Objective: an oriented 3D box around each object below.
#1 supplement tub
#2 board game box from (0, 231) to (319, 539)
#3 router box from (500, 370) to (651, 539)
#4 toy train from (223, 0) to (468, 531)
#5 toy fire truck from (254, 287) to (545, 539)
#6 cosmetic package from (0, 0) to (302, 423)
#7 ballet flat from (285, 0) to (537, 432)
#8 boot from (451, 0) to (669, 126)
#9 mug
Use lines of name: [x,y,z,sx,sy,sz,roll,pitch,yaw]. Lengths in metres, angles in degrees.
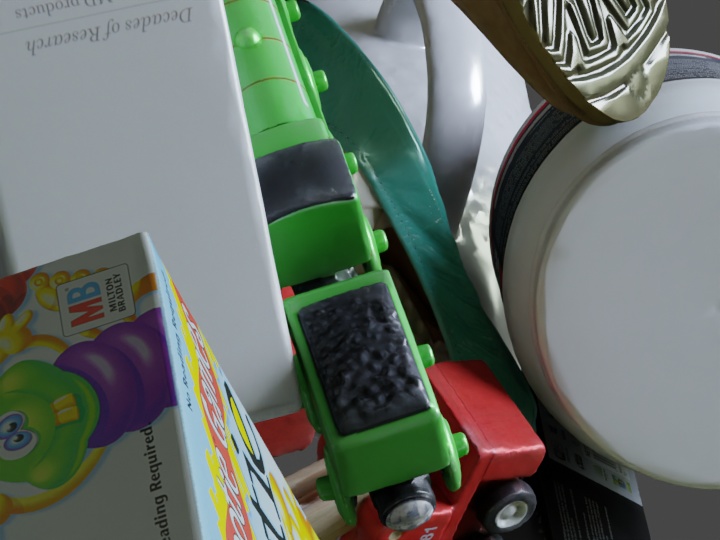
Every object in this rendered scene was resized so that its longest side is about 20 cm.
supplement tub: [0.119,-0.004,1.034,0.200,0.140,0.141,-86,156,-81]
board game box: [-0.051,0.103,0.592,0.200,0.102,0.105,64,10,-50]
router box: [0.046,0.154,1.038,0.052,0.158,0.200,27,23,-17]
toy train: [-0.017,-0.019,0.771,0.057,0.042,0.201,77,-6,-54]
toy fire truck: [-0.016,0.082,0.936,0.049,0.140,0.201,56,-44,38]
cosmetic package: [-0.076,-0.058,0.744,0.101,0.071,0.201,-162,-120,-75]
ballet flat: [0.000,0.000,0.991,0.070,0.067,0.201,-50,118,-46]
boot: [-0.002,-0.113,1.000,0.066,0.200,0.176,-39,105,-35]
mug: [0.014,-0.033,1.192,0.176,0.147,0.201,-97,-162,-44]
